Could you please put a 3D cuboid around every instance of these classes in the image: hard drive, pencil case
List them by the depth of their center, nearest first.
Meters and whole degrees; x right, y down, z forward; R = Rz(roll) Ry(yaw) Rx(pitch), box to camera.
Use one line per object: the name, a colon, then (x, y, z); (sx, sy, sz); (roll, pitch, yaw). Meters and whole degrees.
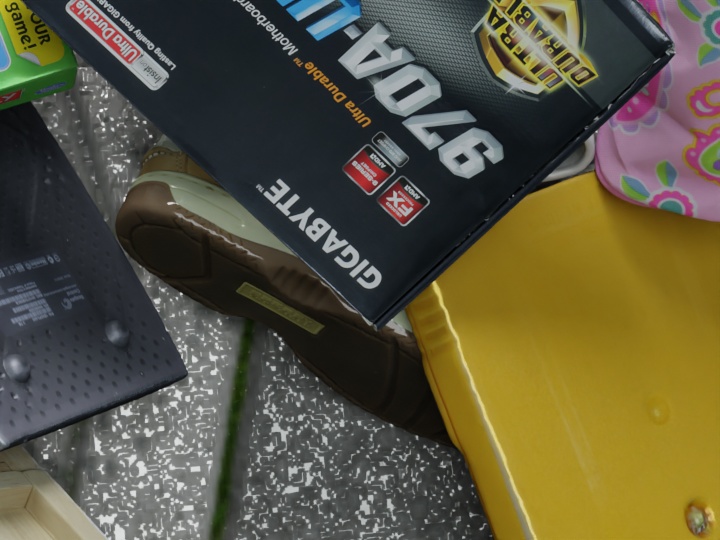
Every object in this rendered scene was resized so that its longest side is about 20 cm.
hard drive: (-0.161, -0.022, 1.034); (0.042, 0.135, 0.201); (-37, 81, 31)
pencil case: (0.148, -0.110, 1.040); (0.087, 0.201, 0.088); (5, 42, -5)

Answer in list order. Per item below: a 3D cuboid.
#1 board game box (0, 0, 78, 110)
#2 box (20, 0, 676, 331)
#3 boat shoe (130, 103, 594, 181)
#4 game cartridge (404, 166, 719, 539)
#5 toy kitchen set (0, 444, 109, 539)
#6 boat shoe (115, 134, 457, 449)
board game box: (-0.201, -0.142, 0.984); (0.134, 0.029, 0.201); (-19, 80, -15)
box: (-0.006, -0.098, 0.977); (0.159, 0.046, 0.200); (-42, 118, 8)
boat shoe: (0.004, -0.064, 1.061); (0.199, 0.072, 0.066); (5, 41, -32)
game cartridge: (0.112, 0.059, 1.091); (0.176, 0.032, 0.201); (-20, 87, -39)
toy kitchen set: (-0.160, 0.154, 1.059); (0.163, 0.180, 0.201); (-2, 124, -46)
boat shoe: (0.000, 0.000, 1.093); (0.200, 0.072, 0.076); (34, 56, -17)
